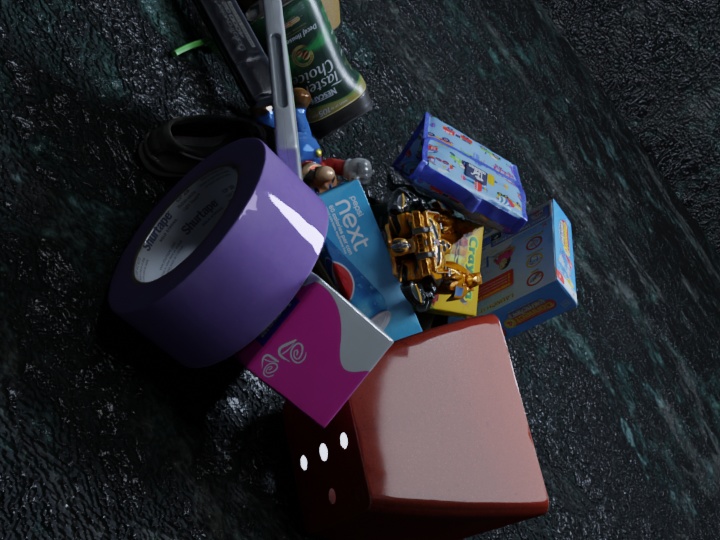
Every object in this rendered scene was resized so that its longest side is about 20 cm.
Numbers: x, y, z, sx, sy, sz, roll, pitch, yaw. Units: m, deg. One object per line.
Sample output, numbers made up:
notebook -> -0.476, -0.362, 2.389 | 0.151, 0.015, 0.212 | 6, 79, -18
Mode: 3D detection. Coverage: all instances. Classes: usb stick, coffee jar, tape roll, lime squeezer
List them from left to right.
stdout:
tape roll -> -0.129, -0.018, 0.854 | 0.085, 0.200, 0.201 | 43, 32, -27
lime squeezer -> -0.171, -0.276, 1.217 | 0.200, 0.038, 0.071 | 14, 84, -54
usb stick -> -0.157, -0.289, 1.170 | 0.055, 0.033, 0.201 | -21, 77, -33
coffee jar -> -0.066, -0.279, 1.270 | 0.200, 0.104, 0.085 | 58, 6, -33

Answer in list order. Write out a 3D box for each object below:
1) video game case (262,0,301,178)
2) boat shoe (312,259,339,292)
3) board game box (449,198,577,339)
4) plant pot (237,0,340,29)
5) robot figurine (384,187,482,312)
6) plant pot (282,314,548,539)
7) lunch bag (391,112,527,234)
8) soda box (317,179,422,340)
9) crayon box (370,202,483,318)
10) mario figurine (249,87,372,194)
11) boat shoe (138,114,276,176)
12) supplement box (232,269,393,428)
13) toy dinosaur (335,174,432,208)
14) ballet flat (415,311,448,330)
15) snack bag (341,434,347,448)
video game case -> -0.077, -0.147, 0.988 | 0.200, 0.022, 0.183 | 90, -7, -64
boat shoe -> -0.074, -0.018, 1.088 | 0.201, 0.063, 0.073 | 62, 28, 4
board game box -> 0.213, 0.012, 1.384 | 0.056, 0.199, 0.196 | 47, 31, -25
plant pot -> -0.111, -0.418, 1.316 | 0.201, 0.185, 0.187 | 64, 24, -26
robot figurine -> 0.086, -0.025, 1.121 | 0.200, 0.058, 0.146 | 6, 73, -67
plant pot -> 0.036, 0.172, 0.941 | 0.175, 0.200, 0.201 | 0, 67, -33
lunch bag -> 0.128, -0.108, 1.205 | 0.150, 0.094, 0.200 | 29, 17, -10
soda box -> 0.000, 0.000, 1.099 | 0.201, 0.068, 0.064 | 67, -13, -8
crayon box -> 0.095, -0.009, 1.248 | 0.199, 0.051, 0.128 | 10, 82, -38
mario figurine -> -0.063, -0.142, 1.167 | 0.201, 0.123, 0.106 | 65, 8, 19
boat shoe -> -0.147, -0.138, 1.043 | 0.199, 0.057, 0.067 | -11, 74, -45
supplement box -> -0.071, 0.049, 0.887 | 0.103, 0.101, 0.200 | 42, -6, -29
toy dinosaur -> 0.030, -0.052, 1.269 | 0.136, 0.102, 0.201 | -64, 143, -39
ballet flat -> 0.105, 0.109, 1.277 | 0.067, 0.046, 0.201 | 37, 36, -35
snack bag -> 0.032, 0.199, 1.103 | 0.200, 0.021, 0.189 | 46, 30, -19
